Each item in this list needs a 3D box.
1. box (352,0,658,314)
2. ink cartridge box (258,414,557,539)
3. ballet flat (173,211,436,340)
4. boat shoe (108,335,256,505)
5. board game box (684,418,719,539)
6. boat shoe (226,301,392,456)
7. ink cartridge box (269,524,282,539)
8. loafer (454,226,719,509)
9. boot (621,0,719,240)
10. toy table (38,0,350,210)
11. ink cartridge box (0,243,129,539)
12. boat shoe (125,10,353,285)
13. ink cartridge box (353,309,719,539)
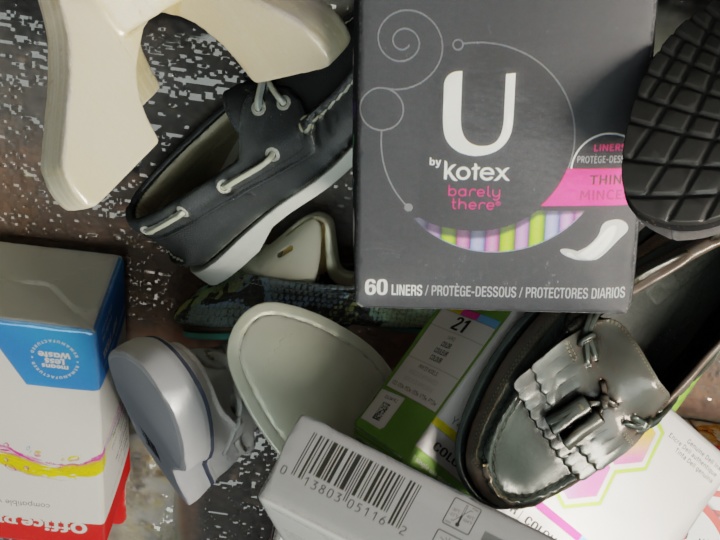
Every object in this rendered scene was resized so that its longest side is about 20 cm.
[{"bbox_3d":[0.057,-0.095,0.741,0.121,0.106,0.202,0,114,0],"label":"box"},{"bbox_3d":[0.045,0.151,0.835,0.159,0.048,0.200,24,162,18],"label":"ink cartridge box"},{"bbox_3d":[0.000,0.000,0.918,0.197,0.075,0.075,-1,127,5],"label":"ballet flat"},{"bbox_3d":[-0.085,0.066,0.923,0.065,0.200,0.074,-35,81,-13],"label":"boat shoe"},{"bbox_3d":[0.181,0.161,0.988,0.197,0.046,0.153,8,107,1],"label":"board game box"},{"bbox_3d":[0.005,0.091,0.900,0.201,0.060,0.072,42,78,-15],"label":"boat shoe"},{"bbox_3d":[0.002,0.173,1.001,0.115,0.067,0.202,13,109,-3],"label":"ink cartridge box"},{"bbox_3d":[0.124,0.029,0.786,0.200,0.063,0.072,-43,107,-17],"label":"loafer"},{"bbox_3d":[0.167,-0.066,0.742,0.069,0.201,0.132,21,152,21],"label":"boot"},{"bbox_3d":[-0.098,-0.127,0.769,0.199,0.184,0.118,8,136,55],"label":"toy table"},{"bbox_3d":[-0.192,0.084,0.984,0.115,0.068,0.202,6,127,3],"label":"ink cartridge box"},{"bbox_3d":[-0.043,-0.067,0.858,0.060,0.076,0.200,30,124,-22],"label":"boat shoe"},{"bbox_3d":[0.115,0.046,0.856,0.147,0.076,0.201,39,84,-20],"label":"ink cartridge box"}]
